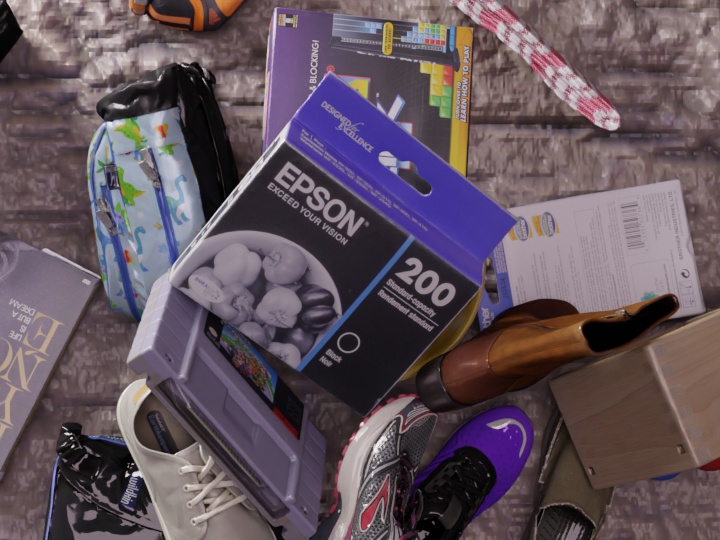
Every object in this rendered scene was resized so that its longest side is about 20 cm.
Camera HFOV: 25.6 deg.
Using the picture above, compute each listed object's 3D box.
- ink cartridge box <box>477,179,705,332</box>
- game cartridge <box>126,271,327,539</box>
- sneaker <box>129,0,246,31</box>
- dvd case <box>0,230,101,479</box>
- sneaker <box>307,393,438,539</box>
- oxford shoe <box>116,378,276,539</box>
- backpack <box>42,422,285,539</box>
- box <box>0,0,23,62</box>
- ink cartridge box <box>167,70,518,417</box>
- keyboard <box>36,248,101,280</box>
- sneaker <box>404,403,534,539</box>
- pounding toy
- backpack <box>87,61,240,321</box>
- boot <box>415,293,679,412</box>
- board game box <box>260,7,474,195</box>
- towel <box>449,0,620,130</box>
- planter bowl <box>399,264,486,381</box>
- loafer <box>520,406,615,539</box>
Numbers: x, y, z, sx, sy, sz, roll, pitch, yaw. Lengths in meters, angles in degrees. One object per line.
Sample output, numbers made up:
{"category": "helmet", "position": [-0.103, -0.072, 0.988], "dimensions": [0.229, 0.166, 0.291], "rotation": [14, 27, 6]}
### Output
{"category": "ink cartridge box", "position": [0.190, -0.004, 1.379], "dimensions": [0.199, 0.042, 0.120], "rotation": [-10, 88, -9]}
{"category": "game cartridge", "position": [-0.096, 0.101, 1.218], "dimensions": [0.038, 0.130, 0.200], "rotation": [-30, 113, 22]}
{"category": "sneaker", "position": [-0.121, -0.300, 1.357], "dimensions": [0.112, 0.078, 0.201], "rotation": [15, 96, -8]}
{"category": "dvd case", "position": [-0.328, 0.064, 1.326], "dimensions": [0.148, 0.016, 0.200], "rotation": [26, 84, 3]}
{"category": "sneaker", "position": [0.018, 0.193, 1.247], "dimensions": [0.075, 0.081, 0.200], "rotation": [14, 74, 32]}
{"category": "oxford shoe", "position": [-0.119, 0.167, 1.192], "dimensions": [0.075, 0.058, 0.200], "rotation": [-27, 82, -28]}
{"category": "backpack", "position": [-0.153, 0.228, 1.274], "dimensions": [0.199, 0.147, 0.184], "rotation": [8, 79, -6]}
{"category": "box", "position": [-0.403, -0.210, 1.291], "dimensions": [0.200, 0.124, 0.149], "rotation": [36, 83, -2]}
{"category": "ink cartridge box", "position": [-0.010, -0.015, 1.213], "dimensions": [0.198, 0.043, 0.200], "rotation": [36, 103, -18]}
{"category": "keyboard", "position": [-0.290, 0.082, 1.340], "dimensions": [0.056, 0.011, 0.200], "rotation": [28, 84, -3]}
{"category": "sneaker", "position": [0.074, 0.193, 1.323], "dimensions": [0.200, 0.100, 0.070], "rotation": [-42, 93, -6]}
{"category": "pounding toy", "position": [0.300, 0.105, 1.285], "dimensions": [0.200, 0.184, 0.142], "rotation": [-20, 85, -26]}
{"category": "backpack", "position": [-0.156, -0.054, 1.300], "dimensions": [0.153, 0.163, 0.200], "rotation": [-25, 96, 2]}
{"category": "boot", "position": [0.164, 0.042, 1.233], "dimensions": [0.188, 0.200, 0.069], "rotation": [-13, 81, -41]}
{"category": "board game box", "position": [0.003, -0.103, 1.280], "dimensions": [0.165, 0.057, 0.201], "rotation": [4, 80, -8]}
{"category": "towel", "position": [0.139, -0.188, 1.337], "dimensions": [0.200, 0.146, 0.030], "rotation": [42, 103, -2]}
{"category": "planter bowl", "position": [0.000, 0.000, 1.334], "dimensions": [0.200, 0.083, 0.201], "rotation": [1, 81, -7]}
{"category": "loafer", "position": [0.185, 0.193, 1.349], "dimensions": [0.075, 0.070, 0.201], "rotation": [15, 85, -4]}
